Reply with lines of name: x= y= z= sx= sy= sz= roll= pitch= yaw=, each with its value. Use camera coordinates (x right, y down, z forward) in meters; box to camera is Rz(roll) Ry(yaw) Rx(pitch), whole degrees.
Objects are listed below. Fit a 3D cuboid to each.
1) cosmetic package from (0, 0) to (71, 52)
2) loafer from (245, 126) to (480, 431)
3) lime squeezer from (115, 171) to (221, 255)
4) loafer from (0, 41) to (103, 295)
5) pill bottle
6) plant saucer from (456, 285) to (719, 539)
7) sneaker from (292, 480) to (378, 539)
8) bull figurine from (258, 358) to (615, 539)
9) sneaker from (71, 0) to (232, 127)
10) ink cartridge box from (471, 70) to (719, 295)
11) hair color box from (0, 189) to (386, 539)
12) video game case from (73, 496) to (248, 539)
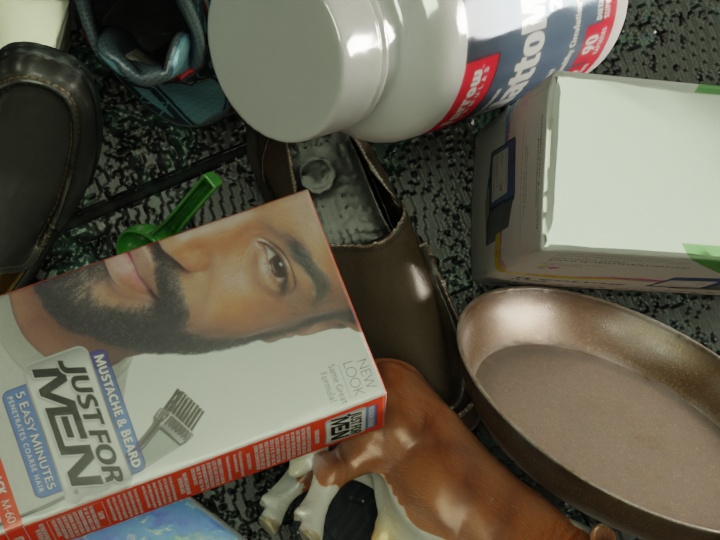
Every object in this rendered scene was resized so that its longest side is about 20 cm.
cosmetic package: x=-0.247 y=-0.118 z=1.249 sx=0.199 sy=0.105 sz=0.071 roll=15 pitch=84 yaw=-4
loafer: x=0.000 y=0.000 z=1.282 sx=0.073 sy=0.071 sz=0.200 roll=-30 pitch=89 yaw=-9
lime squeezer: x=-0.127 y=0.016 z=1.271 sx=0.038 sy=0.071 sz=0.200 roll=43 pitch=111 yaw=-13
loafer: x=-0.171 y=-0.025 z=1.199 sx=0.073 sy=0.200 sz=0.072 roll=18 pitch=48 yaw=-6
pill bottle: x=0.027 y=-0.128 z=1.232 sx=0.200 sy=0.119 sz=0.120 roll=-22 pitch=86 yaw=-43
plant saucer: x=0.134 y=0.077 z=1.248 sx=0.200 sy=0.200 sz=0.032 roll=22 pitch=116 yaw=-4
sneaker: x=0.044 y=0.183 z=1.274 sx=0.200 sy=0.082 sz=0.070 roll=39 pitch=68 yaw=22
bull figurine: x=0.046 y=0.131 z=1.218 sx=0.121 sy=0.065 sz=0.200 roll=-37 pitch=66 yaw=-20
sneaker: x=-0.108 y=-0.118 z=1.222 sx=0.079 sy=0.200 sz=0.096 roll=-11 pitch=56 yaw=9
ink cartridge box: x=0.141 y=-0.038 z=1.240 sx=0.145 sy=0.200 sz=0.088 roll=4 pitch=87 yaw=-7
hair color box: x=-0.099 y=0.050 z=1.189 sx=0.200 sy=0.064 sz=0.111 roll=-20 pitch=74 yaw=-8
video game case: x=-0.122 y=0.210 z=1.258 sx=0.181 sy=0.045 sz=0.200 roll=37 pitch=81 yaw=-3
